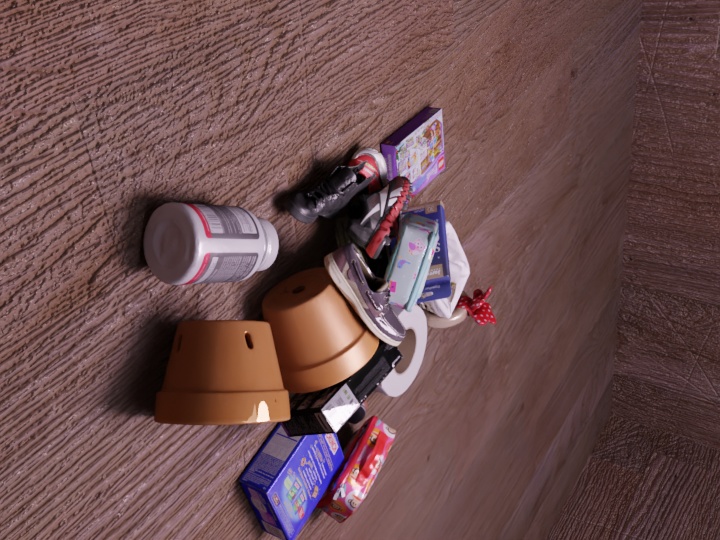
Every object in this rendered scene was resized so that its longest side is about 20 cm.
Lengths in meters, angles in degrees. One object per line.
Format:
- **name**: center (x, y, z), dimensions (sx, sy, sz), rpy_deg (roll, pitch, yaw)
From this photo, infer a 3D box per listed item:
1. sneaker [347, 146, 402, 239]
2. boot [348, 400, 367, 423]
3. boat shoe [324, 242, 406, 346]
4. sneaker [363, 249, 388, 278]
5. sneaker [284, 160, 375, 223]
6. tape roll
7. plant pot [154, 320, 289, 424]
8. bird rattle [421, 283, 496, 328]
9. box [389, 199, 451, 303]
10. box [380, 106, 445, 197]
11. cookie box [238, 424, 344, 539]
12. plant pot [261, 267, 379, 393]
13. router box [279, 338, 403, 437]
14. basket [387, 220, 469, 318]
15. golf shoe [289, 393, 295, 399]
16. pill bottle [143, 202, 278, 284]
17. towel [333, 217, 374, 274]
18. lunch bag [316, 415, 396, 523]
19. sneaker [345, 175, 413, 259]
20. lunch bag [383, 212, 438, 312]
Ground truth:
- **sneaker**: center (0.018, -0.136, 1.586), dimensions (0.085, 0.076, 0.203), rpy_deg (-46, 128, -32)
- **boot**: center (-0.001, 0.194, 1.595), dimensions (0.202, 0.068, 0.188), rpy_deg (-60, -170, -22)
- **boat shoe**: center (0.020, 0.040, 1.373), dimensions (0.201, 0.064, 0.072), rpy_deg (51, 20, -16)
- **sneaker**: center (0.029, 0.012, 1.671), dimensions (0.091, 0.074, 0.204), rpy_deg (-51, 147, -55)
- **sneaker**: center (-0.050, -0.142, 1.434), dimensions (0.105, 0.060, 0.199), rpy_deg (-49, 164, 22)
- **tape roll**: center (0.069, 0.167, 1.789), dimensions (0.201, 0.069, 0.207), rpy_deg (-33, 130, -50)
- **plant pot**: center (-0.200, 0.148, 1.216), dimensions (0.199, 0.196, 0.144), rpy_deg (12, 76, -59)
- **bird rattle**: center (0.205, 0.082, 1.880), dimensions (0.161, 0.200, 0.114), rpy_deg (-28, 135, -19)
- **box**: center (0.117, -0.036, 1.659), dimensions (0.032, 0.118, 0.205), rpy_deg (47, 36, -61)
- **box**: center (0.113, -0.238, 1.722), dimensions (0.200, 0.038, 0.140), rpy_deg (-43, 136, -43)
- **cookie box**: center (-0.122, 0.373, 1.549), dimensions (0.201, 0.074, 0.174), rpy_deg (-52, 142, -34)
- **plant pot**: center (-0.081, 0.091, 1.406), dimensions (0.200, 0.197, 0.142), rpy_deg (-44, 122, -41)
- **router box**: center (-0.036, 0.199, 1.420), dimensions (0.200, 0.148, 0.052), rpy_deg (-43, 105, -36)
- **basket**: center (0.141, -0.011, 1.783), dimensions (0.137, 0.121, 0.201), rpy_deg (-62, 146, -21)
- **golf shoe**: center (-0.068, 0.198, 1.553), dimensions (0.201, 0.090, 0.077), rpy_deg (-51, 140, -38)
- **pill bottle**: center (-0.208, -0.039, 1.198), dimensions (0.198, 0.109, 0.114), rpy_deg (-2, 104, -58)
- **towel**: center (0.000, 0.000, 1.503), dimensions (0.201, 0.036, 0.150), rpy_deg (-106, 171, -59)
- **lunch bag**: center (-0.003, 0.401, 1.679), dimensions (0.202, 0.081, 0.177), rpy_deg (-57, -178, -35)
- **sneaker**: center (0.031, -0.115, 1.498), dimensions (0.202, 0.096, 0.071), rpy_deg (-63, -177, -41)
- **lunch bag**: center (0.091, -0.015, 1.526), dimensions (0.200, 0.075, 0.164), rpy_deg (-61, 167, -76)
